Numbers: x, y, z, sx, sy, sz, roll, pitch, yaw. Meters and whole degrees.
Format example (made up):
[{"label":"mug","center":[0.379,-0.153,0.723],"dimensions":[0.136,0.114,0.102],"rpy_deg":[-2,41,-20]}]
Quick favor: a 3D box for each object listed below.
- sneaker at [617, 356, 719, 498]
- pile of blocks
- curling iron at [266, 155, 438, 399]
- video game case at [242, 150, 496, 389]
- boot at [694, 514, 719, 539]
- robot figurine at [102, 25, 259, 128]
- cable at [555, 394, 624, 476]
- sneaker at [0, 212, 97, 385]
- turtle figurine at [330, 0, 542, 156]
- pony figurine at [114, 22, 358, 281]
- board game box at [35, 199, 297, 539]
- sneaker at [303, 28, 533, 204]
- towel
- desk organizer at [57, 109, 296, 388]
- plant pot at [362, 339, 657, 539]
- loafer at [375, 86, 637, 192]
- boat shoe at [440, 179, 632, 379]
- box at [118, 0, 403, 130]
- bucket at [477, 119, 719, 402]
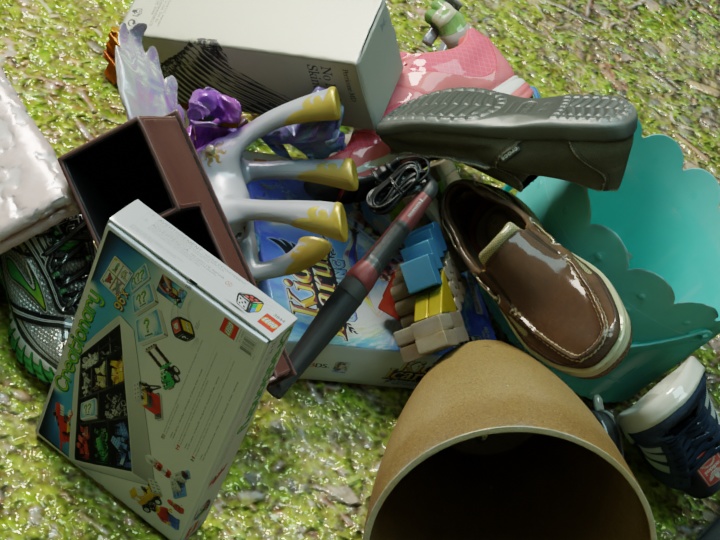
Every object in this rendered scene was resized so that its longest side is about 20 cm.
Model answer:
[{"label":"sneaker","center":[0.236,0.120,1.321],"dimensions":[0.085,0.075,0.200],"rpy_deg":[53,3,12]},{"label":"pile of blocks","center":[0.039,-0.008,1.349],"dimensions":[0.082,0.062,0.201],"rpy_deg":[56,25,-29]},{"label":"curling iron","center":[-0.007,0.005,1.305],"dimensions":[0.049,0.201,0.026],"rpy_deg":[23,-11,39]},{"label":"video game case","center":[0.000,0.000,1.409],"dimensions":[0.180,0.046,0.201],"rpy_deg":[6,45,-21]},{"label":"boot","center":[0.313,0.219,1.302],"dimensions":[0.181,0.073,0.200],"rpy_deg":[20,23,14]},{"label":"robot figurine","center":[-0.106,-0.174,1.525],"dimensions":[0.199,0.058,0.145],"rpy_deg":[-17,57,-38]},{"label":"cable","center":[0.183,0.176,1.282],"dimensions":[0.050,0.097,0.201],"rpy_deg":[-3,50,-25]},{"label":"sneaker","center":[-0.211,0.003,1.264],"dimensions":[0.078,0.085,0.200],"rpy_deg":[-16,57,-38]},{"label":"turtle figurine","center":[0.044,-0.160,1.523],"dimensions":[0.193,0.144,0.201],"rpy_deg":[-14,89,-25]},{"label":"pony figurine","center":[-0.106,-0.071,1.332],"dimensions":[0.199,0.167,0.194],"rpy_deg":[-10,60,12]},{"label":"board game box","center":[-0.126,0.068,1.152],"dimensions":[0.126,0.201,0.035],"rpy_deg":[36,41,12]},{"label":"sneaker","center":[0.032,-0.120,1.418],"dimensions":[0.199,0.074,0.087],"rpy_deg":[-28,84,-19]},{"label":"towel","center":[-0.314,-0.068,1.264],"dimensions":[0.190,0.032,0.200],"rpy_deg":[-30,60,-10]},{"label":"desk organizer","center":[-0.124,-0.002,1.240],"dimensions":[0.201,0.071,0.077],"rpy_deg":[66,14,1]},{"label":"plant pot","center":[0.092,0.135,1.235],"dimensions":[0.185,0.187,0.200],"rpy_deg":[19,24,-9]},{"label":"loafer","center":[0.101,-0.086,1.315],"dimensions":[0.199,0.070,0.075],"rpy_deg":[6,26,30]},{"label":"boat shoe","center":[0.112,0.002,1.286],"dimensions":[0.075,0.075,0.202],"rpy_deg":[34,10,-39]},{"label":"box","center":[-0.074,-0.166,1.386],"dimensions":[0.199,0.082,0.069],"rpy_deg":[10,58,22]},{"label":"bucket","center":[0.194,-0.008,1.420],"dimensions":[0.206,0.135,0.208],"rpy_deg":[28,35,-22]}]
